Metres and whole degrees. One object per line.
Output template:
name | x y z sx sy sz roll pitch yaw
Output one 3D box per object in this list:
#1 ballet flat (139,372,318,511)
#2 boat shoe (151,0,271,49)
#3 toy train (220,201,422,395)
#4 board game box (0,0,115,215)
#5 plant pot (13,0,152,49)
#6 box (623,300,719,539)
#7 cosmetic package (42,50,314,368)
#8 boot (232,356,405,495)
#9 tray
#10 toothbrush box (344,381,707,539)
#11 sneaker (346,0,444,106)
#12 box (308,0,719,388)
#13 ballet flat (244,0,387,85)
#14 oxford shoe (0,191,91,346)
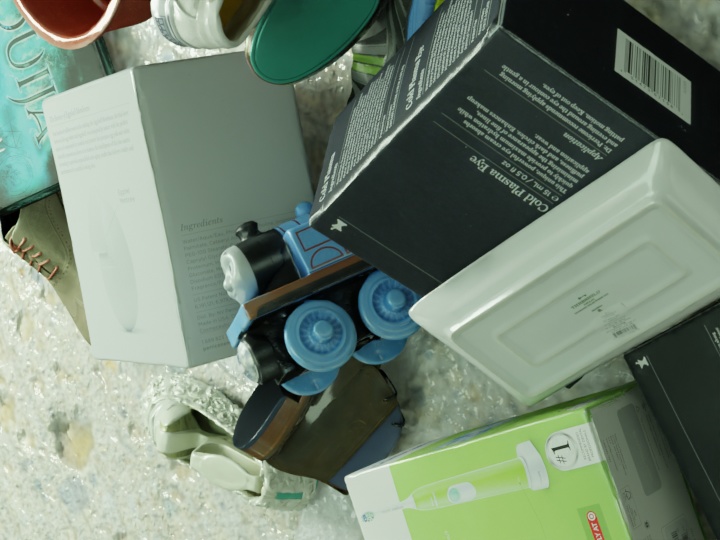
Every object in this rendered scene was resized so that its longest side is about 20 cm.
ballet flat | -0.119 0.134 1.268 0.199 0.071 0.072 21 114 37
boat shoe | -0.048 -0.217 0.971 0.070 0.071 0.201 19 70 41
toy train | 0.000 0.000 1.045 0.115 0.199 0.087 63 161 12
board game box | -0.268 -0.163 1.304 0.134 0.028 0.201 -23 82 14
plant pot | -0.118 -0.258 1.063 0.200 0.194 0.203 22 118 49
box | 0.260 0.101 0.910 0.141 0.079 0.201 -33 79 38
cosmetic package | -0.126 -0.045 1.155 0.199 0.122 0.202 -1 102 62
boot | 0.004 0.070 1.152 0.200 0.097 0.075 -49 23 15
tray | 0.128 0.013 0.899 0.107 0.022 0.200 36 130 -23
toothbrush box | 0.105 0.167 1.007 0.199 0.086 0.147 -22 86 39
sneaker | 0.026 -0.141 1.075 0.083 0.070 0.201 53 133 42
box | 0.105 -0.059 0.923 0.199 0.105 0.182 32 131 -17
ballet flat | -0.004 -0.205 1.019 0.200 0.069 0.071 -52 22 24
oxford shoe | -0.262 -0.014 1.350 0.070 0.075 0.201 -43 72 40
